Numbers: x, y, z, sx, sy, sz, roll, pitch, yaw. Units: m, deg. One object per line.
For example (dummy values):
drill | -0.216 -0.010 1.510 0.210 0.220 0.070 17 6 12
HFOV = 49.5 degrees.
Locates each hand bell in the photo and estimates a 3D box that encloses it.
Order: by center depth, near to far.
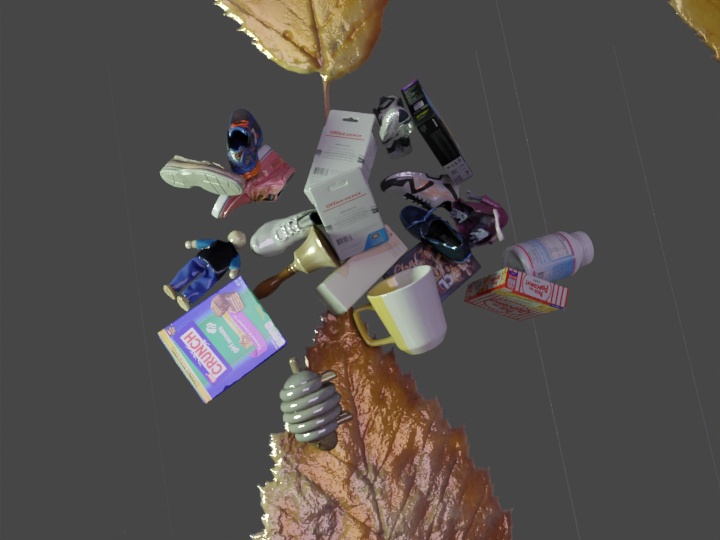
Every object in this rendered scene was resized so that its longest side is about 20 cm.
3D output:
hand bell | -0.149 0.003 1.618 0.199 0.104 0.105 -34 90 9

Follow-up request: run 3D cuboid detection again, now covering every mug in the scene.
mug | 0.098 0.092 1.657 0.149 0.185 0.155 -33 104 -37

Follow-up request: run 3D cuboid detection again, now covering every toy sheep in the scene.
toy sheep | -0.097 0.268 1.568 0.137 0.138 0.202 -22 89 -21

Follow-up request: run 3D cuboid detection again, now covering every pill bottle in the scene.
pill bottle | 0.437 -0.027 1.812 0.198 0.109 0.110 -16 83 -20

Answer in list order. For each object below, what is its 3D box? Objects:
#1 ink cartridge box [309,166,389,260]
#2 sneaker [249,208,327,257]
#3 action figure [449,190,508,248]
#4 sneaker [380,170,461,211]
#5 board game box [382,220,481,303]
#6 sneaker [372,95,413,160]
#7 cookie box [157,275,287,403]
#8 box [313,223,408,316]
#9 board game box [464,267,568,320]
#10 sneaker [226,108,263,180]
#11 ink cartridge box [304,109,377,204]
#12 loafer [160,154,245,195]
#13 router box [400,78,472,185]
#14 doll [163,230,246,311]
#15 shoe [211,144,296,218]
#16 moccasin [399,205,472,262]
ink cartridge box | -0.027 -0.129 1.582 0.115 0.201 0.067 -21 42 2
sneaker | -0.142 -0.092 1.651 0.198 0.087 0.075 -26 87 -20
action figure | 0.289 -0.125 1.765 0.199 0.148 0.136 -12 92 -52
sneaker | 0.140 -0.177 1.768 0.197 0.074 0.081 2 80 -17
board game box | 0.161 0.001 1.757 0.199 0.035 0.136 -39 92 -21
sneaker | 0.065 -0.342 1.723 0.079 0.199 0.131 -23 74 6
cookie box | -0.276 0.138 1.560 0.199 0.075 0.172 -36 91 -16
box | 0.000 0.000 1.674 0.078 0.095 0.200 47 68 -4
board game box | 0.338 0.054 1.714 0.150 0.200 0.047 18 74 -12
sneaker | -0.245 -0.277 1.626 0.074 0.079 0.202 -14 48 0
ink cartridge box | -0.035 -0.240 1.695 0.114 0.067 0.202 10 72 20
loafer | -0.316 -0.202 1.588 0.198 0.072 0.063 10 61 24
router box | 0.168 -0.304 1.723 0.051 0.200 0.150 -29 44 14
doll | -0.311 -0.015 1.596 0.136 0.049 0.200 36 64 19
shoe | -0.222 -0.169 1.649 0.091 0.072 0.201 37 66 -1
moccasin | 0.165 -0.096 1.712 0.199 0.068 0.081 31 77 30
